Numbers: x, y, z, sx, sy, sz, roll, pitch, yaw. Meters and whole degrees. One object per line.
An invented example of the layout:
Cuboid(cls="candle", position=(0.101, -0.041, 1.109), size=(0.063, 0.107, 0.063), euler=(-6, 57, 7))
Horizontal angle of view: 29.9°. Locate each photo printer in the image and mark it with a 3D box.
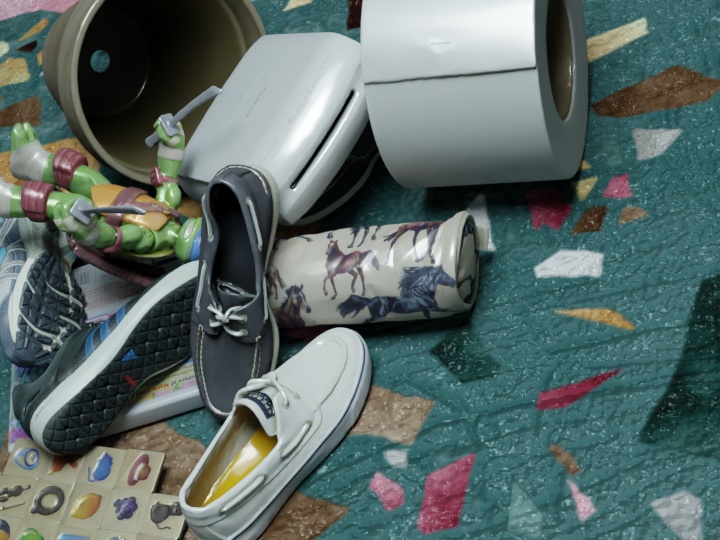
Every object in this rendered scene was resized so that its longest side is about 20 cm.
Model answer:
Cuboid(cls="photo printer", position=(-0.066, -0.121, 1.131), size=(0.167, 0.069, 0.200), euler=(-58, 27, -7))

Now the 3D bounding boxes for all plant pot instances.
Cuboid(cls="plant pot", position=(-0.210, -0.190, 1.255), size=(0.200, 0.200, 0.173), euler=(-44, 33, -18))

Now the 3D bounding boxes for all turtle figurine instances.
Cuboid(cls="turtle figurine", position=(-0.207, -0.083, 1.081), size=(0.193, 0.200, 0.144), euler=(14, 69, 12))

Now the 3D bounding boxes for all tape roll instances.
Cuboid(cls="tape roll", position=(0.097, -0.170, 1.084), size=(0.139, 0.203, 0.203), euler=(-2, 50, 21))

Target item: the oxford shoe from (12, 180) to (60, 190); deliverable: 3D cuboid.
Cuboid(cls="oxford shoe", position=(-0.364, -0.031, 1.245), size=(0.200, 0.071, 0.071), euler=(-43, 47, -18))

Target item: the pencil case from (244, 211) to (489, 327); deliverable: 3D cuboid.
Cuboid(cls="pencil case", position=(0.000, 0.000, 1.060), size=(0.199, 0.078, 0.090), euler=(-6, 35, 18))

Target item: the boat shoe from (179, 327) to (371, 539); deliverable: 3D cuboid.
Cuboid(cls="boat shoe", position=(-0.064, 0.112, 0.994), size=(0.071, 0.070, 0.200), euler=(23, 63, 36))

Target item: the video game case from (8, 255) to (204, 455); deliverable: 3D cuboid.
Cuboid(cls="video game case", position=(-0.199, 0.057, 1.132), size=(0.199, 0.024, 0.183), euler=(-17, 47, 6))

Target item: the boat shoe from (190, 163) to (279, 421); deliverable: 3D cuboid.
Cuboid(cls="boat shoe", position=(-0.102, 0.020, 1.013), size=(0.072, 0.063, 0.201), euler=(7, 98, 16))

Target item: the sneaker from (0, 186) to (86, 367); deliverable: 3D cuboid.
Cuboid(cls="sneaker", position=(-0.287, 0.017, 1.147), size=(0.086, 0.078, 0.200), euler=(-26, 38, 15))

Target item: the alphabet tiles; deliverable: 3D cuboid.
Cuboid(cls="alphabet tiles", position=(-0.230, 0.206, 1.010), size=(0.199, 0.006, 0.167), euler=(3, 56, 19))

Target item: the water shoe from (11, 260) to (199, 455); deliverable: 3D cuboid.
Cuboid(cls="water shoe", position=(-0.193, 0.054, 1.067), size=(0.200, 0.072, 0.079), euler=(-43, 46, -18))

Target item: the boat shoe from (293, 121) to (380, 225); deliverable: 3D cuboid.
Cuboid(cls="boat shoe", position=(-0.012, -0.124, 1.182), size=(0.072, 0.068, 0.200), euler=(29, 70, 37))
